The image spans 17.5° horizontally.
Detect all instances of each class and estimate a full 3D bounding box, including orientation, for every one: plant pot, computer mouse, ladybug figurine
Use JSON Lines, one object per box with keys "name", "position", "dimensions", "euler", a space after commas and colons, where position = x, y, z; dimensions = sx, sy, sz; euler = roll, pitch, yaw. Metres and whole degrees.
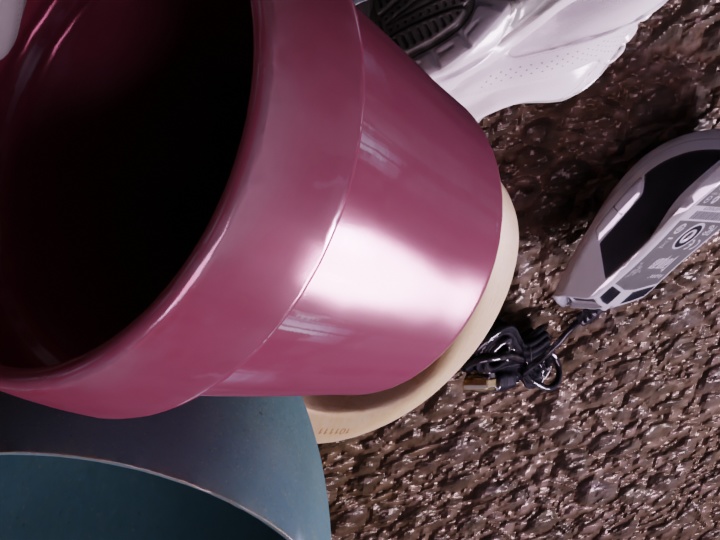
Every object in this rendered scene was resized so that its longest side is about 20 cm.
{"name": "plant pot", "position": [-0.103, 0.071, 1.010], "dimensions": [0.198, 0.136, 0.201], "euler": [6, 146, 4]}
{"name": "computer mouse", "position": [0.127, -0.011, 1.154], "dimensions": [0.200, 0.044, 0.109], "euler": [-44, 158, 22]}
{"name": "plant pot", "position": [-0.049, -0.033, 0.873], "dimensions": [0.200, 0.201, 0.178], "euler": [-40, 143, 24]}
{"name": "ladybug figurine", "position": [0.000, 0.000, 1.091], "dimensions": [0.135, 0.072, 0.201], "euler": [3, 137, -26]}

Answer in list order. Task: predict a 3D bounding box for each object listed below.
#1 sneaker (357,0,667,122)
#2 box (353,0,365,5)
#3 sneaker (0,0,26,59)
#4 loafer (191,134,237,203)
{"name": "sneaker", "position": [0.096, -0.124, 0.995], "dimensions": [0.199, 0.078, 0.099], "euler": [-25, 151, 18]}
{"name": "box", "position": [0.033, -0.208, 0.849], "dimensions": [0.140, 0.079, 0.201], "euler": [-16, 142, 0]}
{"name": "sneaker", "position": [-0.110, -0.163, 0.797], "dimensions": [0.080, 0.077, 0.201], "euler": [0, 115, -28]}
{"name": "loafer", "position": [-0.143, -0.037, 0.997], "dimensions": [0.199, 0.068, 0.071], "euler": [-20, 107, 9]}
